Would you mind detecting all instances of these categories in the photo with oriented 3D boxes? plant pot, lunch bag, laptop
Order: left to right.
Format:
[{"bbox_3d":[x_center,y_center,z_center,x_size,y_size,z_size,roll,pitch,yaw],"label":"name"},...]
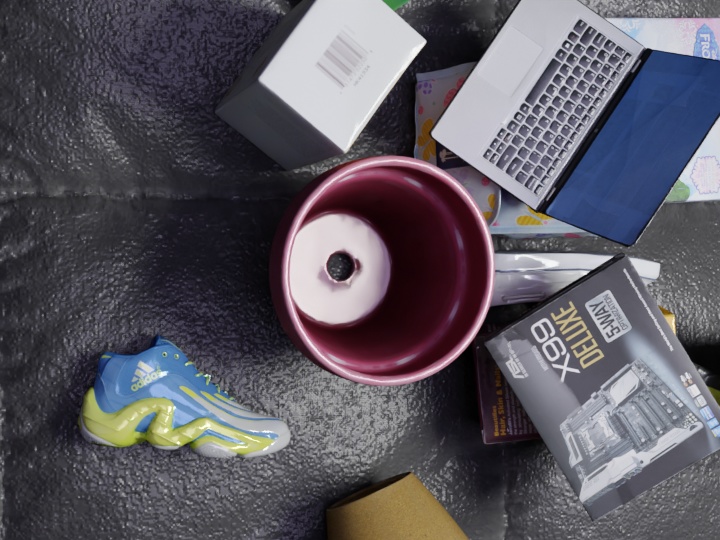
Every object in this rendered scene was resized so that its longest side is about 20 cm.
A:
[{"bbox_3d":[0.000,0.000,1.027,0.198,0.179,0.202,0,90,-19],"label":"plant pot"},{"bbox_3d":[0.048,0.304,1.060,0.185,0.186,0.202,-21,85,-17],"label":"plant pot"},{"bbox_3d":[0.151,-0.116,1.099,0.198,0.127,0.172,2,89,9],"label":"lunch bag"},{"bbox_3d":[0.197,-0.149,0.984,0.199,0.116,0.188,35,86,1],"label":"laptop"}]

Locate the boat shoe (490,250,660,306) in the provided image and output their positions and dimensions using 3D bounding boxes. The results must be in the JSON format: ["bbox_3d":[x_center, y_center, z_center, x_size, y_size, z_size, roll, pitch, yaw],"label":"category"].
[{"bbox_3d":[0.218,0.013,1.163,0.198,0.074,0.066,2,94,-8],"label":"boat shoe"}]

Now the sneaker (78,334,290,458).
[{"bbox_3d":[-0.158,0.116,1.030,0.198,0.076,0.106,6,88,-17],"label":"sneaker"}]

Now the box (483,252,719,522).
[{"bbox_3d":[0.232,0.108,1.042,0.157,0.050,0.201,-31,90,7],"label":"box"}]

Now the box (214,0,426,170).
[{"bbox_3d":[-0.043,-0.174,0.999,0.097,0.200,0.125,38,80,-15],"label":"box"}]

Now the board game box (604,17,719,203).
[{"bbox_3d":[0.305,-0.171,1.198,0.197,0.041,0.202,-5,92,-18],"label":"board game box"}]

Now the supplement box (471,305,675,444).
[{"bbox_3d":[0.215,0.103,1.113,0.198,0.086,0.112,-6,93,6],"label":"supplement box"}]

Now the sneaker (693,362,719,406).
[{"bbox_3d":[0.318,0.124,1.197,0.198,0.075,0.077,19,92,-7],"label":"sneaker"}]

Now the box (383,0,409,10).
[{"bbox_3d":[-0.026,-0.330,1.052,0.117,0.048,0.201,-26,100,27],"label":"box"}]
